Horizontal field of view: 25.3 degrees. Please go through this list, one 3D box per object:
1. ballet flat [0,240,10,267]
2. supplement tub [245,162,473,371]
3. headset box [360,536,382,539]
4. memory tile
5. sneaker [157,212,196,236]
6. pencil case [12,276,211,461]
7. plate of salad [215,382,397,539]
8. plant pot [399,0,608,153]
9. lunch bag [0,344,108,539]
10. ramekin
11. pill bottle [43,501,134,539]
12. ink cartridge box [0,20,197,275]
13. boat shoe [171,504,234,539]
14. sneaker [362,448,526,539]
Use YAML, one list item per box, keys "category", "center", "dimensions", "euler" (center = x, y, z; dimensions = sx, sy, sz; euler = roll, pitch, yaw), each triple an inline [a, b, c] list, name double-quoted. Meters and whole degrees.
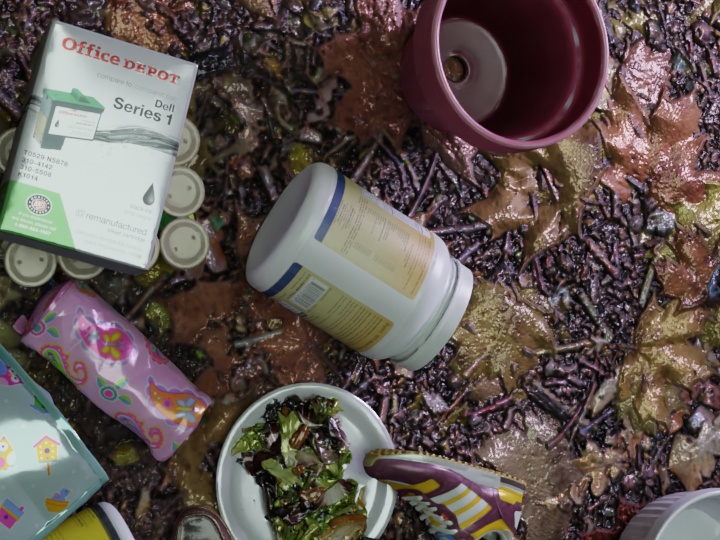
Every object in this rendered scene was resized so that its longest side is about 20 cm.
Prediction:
- category: "ballet flat"
  center: [-0.359, -0.042, 1.529]
  dimensions: [0.198, 0.072, 0.073]
  euler: [7, 86, -20]
- category: "supplement tub"
  center: [0.000, 0.000, 1.617]
  dimensions: [0.199, 0.144, 0.145]
  euler: [32, 78, -16]
- category: "headset box"
  center: [0.084, 0.359, 1.610]
  dimensions: [0.198, 0.174, 0.094]
  euler: [15, 102, -19]
- category: "memory tile"
  center: [-0.245, -0.069, 1.524]
  dimensions: [0.198, 0.017, 0.155]
  euler: [-6, 88, -17]
- category: "sneaker"
  center: [-0.224, -0.088, 1.584]
  dimensions: [0.083, 0.074, 0.201]
  euler: [-31, 96, -5]
- category: "pencil case"
  center: [-0.241, 0.094, 1.562]
  dimensions: [0.200, 0.087, 0.088]
  euler: [42, 75, -13]
- category: "plate of salad"
  center: [-0.050, 0.216, 1.642]
  dimensions: [0.198, 0.048, 0.202]
  euler: [1, 88, -19]
- category: "plant pot"
  center: [0.130, -0.215, 1.653]
  dimensions: [0.198, 0.179, 0.202]
  euler: [1, 87, -19]
- category: "lunch bag"
  center: [-0.352, 0.172, 1.482]
  dimensions: [0.170, 0.122, 0.200]
  euler: [-39, 83, -17]
- category: "ramekin"
  center: [0.370, 0.337, 1.760]
  dimensions: [0.198, 0.105, 0.202]
  euler: [1, 87, -20]
- category: "pill bottle"
  center: [-0.304, 0.309, 1.512]
  dimensions: [0.199, 0.112, 0.113]
  euler: [-26, 97, -19]
- category: "ink cartridge box"
  center: [-0.245, -0.112, 1.475]
  dimensions: [0.145, 0.084, 0.202]
  euler: [15, 82, -16]
- category: "boat shoe"
  center: [-0.148, 0.335, 1.586]
  dimensions: [0.070, 0.070, 0.202]
  euler: [-11, 90, -1]
- category: "sneaker"
  center: [0.086, 0.242, 1.666]
  dimensions: [0.199, 0.075, 0.091]
  euler: [17, 80, -27]
